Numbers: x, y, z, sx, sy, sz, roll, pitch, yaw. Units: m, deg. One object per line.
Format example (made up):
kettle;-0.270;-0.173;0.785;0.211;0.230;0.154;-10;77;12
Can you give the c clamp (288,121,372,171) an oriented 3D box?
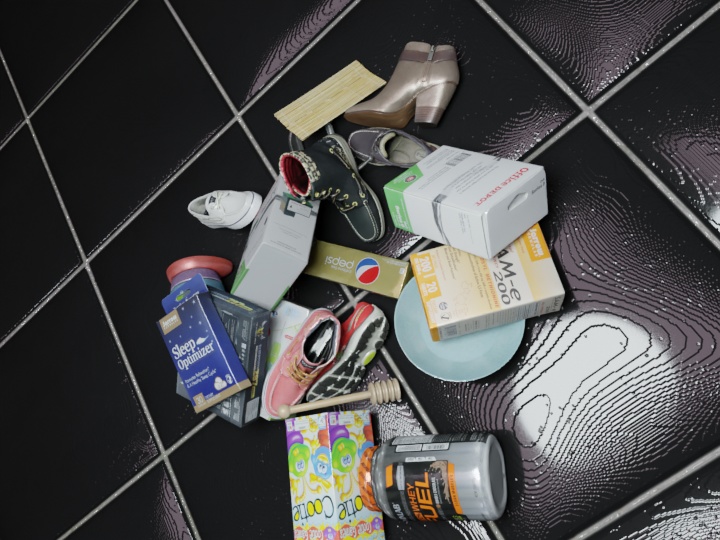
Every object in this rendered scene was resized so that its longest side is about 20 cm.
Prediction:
c clamp;-0.065;-0.231;1.173;0.171;0.027;0.200;-40;62;34

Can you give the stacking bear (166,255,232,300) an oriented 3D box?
stacking bear;-0.297;0.084;1.175;0.121;0.114;0.200;-25;65;20

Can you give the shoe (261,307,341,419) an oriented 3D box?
shoe;-0.096;0.153;1.005;0.071;0.091;0.200;30;86;-9

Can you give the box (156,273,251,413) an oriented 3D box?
box;-0.262;0.118;1.009;0.121;0.032;0.200;-31;81;34

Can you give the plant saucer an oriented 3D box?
plant saucer;0.155;0.080;0.981;0.201;0.039;0.201;-5;66;11

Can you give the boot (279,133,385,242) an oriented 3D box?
boot;-0.047;-0.124;1.051;0.073;0.154;0.204;-22;96;35

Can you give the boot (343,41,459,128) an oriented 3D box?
boot;0.076;-0.332;1.111;0.200;0.070;0.146;9;85;18

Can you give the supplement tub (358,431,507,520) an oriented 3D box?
supplement tub;0.106;0.306;0.925;0.200;0.122;0.123;-11;74;25

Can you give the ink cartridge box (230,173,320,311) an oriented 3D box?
ink cartridge box;-0.141;-0.056;1.075;0.146;0.084;0.200;-50;23;40

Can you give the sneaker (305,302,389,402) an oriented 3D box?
sneaker;-0.028;0.142;1.071;0.200;0.077;0.085;-52;42;7

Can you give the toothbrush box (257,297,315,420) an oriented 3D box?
toothbrush box;-0.161;0.148;1.117;0.145;0.086;0.200;19;87;29

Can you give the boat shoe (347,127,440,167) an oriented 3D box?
boat shoe;0.054;-0.218;1.098;0.200;0.065;0.072;24;94;32

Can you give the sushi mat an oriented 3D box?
sushi mat;-0.057;-0.318;1.163;0.200;0.012;0.096;-37;60;-11

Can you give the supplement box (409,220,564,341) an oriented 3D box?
supplement box;0.187;0.017;0.938;0.200;0.074;0.126;-16;64;4

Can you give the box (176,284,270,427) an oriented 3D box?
box;-0.232;0.139;1.042;0.158;0.051;0.200;18;109;28

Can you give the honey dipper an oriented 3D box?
honey dipper;-0.035;0.210;1.006;0.200;0.038;0.038;-9;71;-12

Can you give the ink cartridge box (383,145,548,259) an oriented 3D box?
ink cartridge box;0.159;-0.109;0.947;0.146;0.084;0.200;-36;38;-25

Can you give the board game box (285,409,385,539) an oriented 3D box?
board game box;-0.042;0.330;0.992;0.103;0.105;0.200;-20;70;40

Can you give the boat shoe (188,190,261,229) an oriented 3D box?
boat shoe;-0.266;-0.125;1.204;0.200;0.066;0.072;4;72;50

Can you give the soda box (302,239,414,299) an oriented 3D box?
soda box;0.000;0.000;1.077;0.200;0.068;0.064;14;86;29
